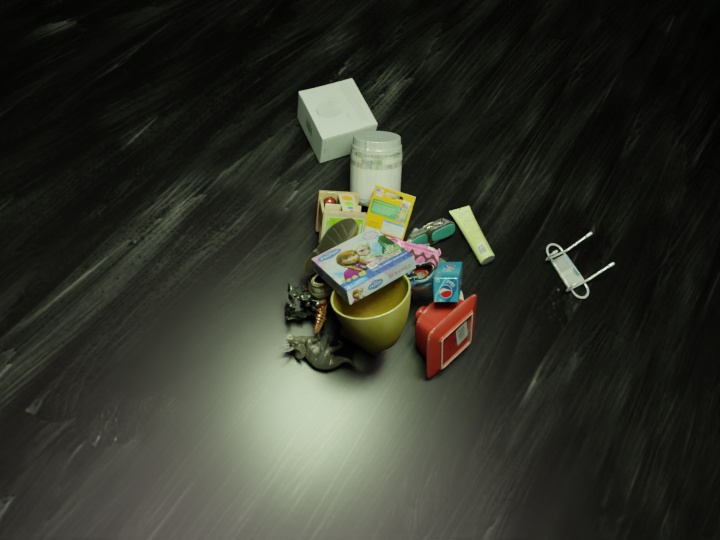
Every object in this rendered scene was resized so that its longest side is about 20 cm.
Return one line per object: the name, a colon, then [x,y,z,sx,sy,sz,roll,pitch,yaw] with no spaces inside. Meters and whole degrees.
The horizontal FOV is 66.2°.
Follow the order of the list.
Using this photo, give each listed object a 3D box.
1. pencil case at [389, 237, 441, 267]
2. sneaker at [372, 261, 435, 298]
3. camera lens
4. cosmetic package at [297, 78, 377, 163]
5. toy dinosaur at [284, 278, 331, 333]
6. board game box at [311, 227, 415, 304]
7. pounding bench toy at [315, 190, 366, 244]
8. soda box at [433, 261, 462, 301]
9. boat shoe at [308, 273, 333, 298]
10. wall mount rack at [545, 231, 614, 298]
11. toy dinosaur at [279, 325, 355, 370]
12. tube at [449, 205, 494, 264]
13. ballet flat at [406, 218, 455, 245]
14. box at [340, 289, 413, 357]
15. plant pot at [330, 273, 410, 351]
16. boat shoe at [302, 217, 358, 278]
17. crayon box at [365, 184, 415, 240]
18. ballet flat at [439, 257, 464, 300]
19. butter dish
pencil case: [0.143,-0.042,1.568,0.197,0.093,0.093,6,63,-48]
sneaker: [0.113,0.018,1.458,0.195,0.091,0.080,-21,69,-18]
camera lens: [0.046,-0.299,1.651,0.154,0.206,0.161,1,25,-1]
cosmetic package: [-0.078,-0.484,1.780,0.195,0.124,0.203,-20,68,-18]
toy dinosaur: [-0.132,0.084,1.482,0.131,0.200,0.106,3,106,-15]
board game box: [0.004,-0.018,1.380,0.196,0.042,0.199,-28,35,-20]
pounding bench toy: [-0.066,-0.109,1.602,0.120,0.205,0.157,2,31,-12]
soda box: [0.237,0.028,1.483,0.066,0.200,0.066,0,103,13]
boat shoe: [-0.047,0.009,1.466,0.197,0.063,0.074,-30,71,-24]
wall mount rack: [0.680,-0.024,1.721,0.170,0.075,0.203,-22,70,-20]
toy dinosaur: [-0.108,0.215,1.463,0.197,0.077,0.104,33,79,-6]
tube: [0.352,-0.114,1.723,0.057,0.052,0.204,13,47,-53]
ballet flat: [0.197,-0.107,1.684,0.196,0.073,0.073,-25,70,-21]
box: [0.048,0.108,1.514,0.126,0.110,0.202,29,62,5]
plant pot: [0.037,0.110,1.350,0.194,0.145,0.202,-10,32,6]
boat shoe: [-0.073,-0.059,1.505,0.200,0.068,0.073,-44,55,13]
crayon box: [0.075,-0.143,1.602,0.122,0.205,0.052,16,25,-2]
ballet flat: [0.267,0.041,1.615,0.065,0.064,0.205,-6,64,-19]
butter dish: [0.211,0.151,1.503,0.197,0.204,0.147,-35,50,-24]
